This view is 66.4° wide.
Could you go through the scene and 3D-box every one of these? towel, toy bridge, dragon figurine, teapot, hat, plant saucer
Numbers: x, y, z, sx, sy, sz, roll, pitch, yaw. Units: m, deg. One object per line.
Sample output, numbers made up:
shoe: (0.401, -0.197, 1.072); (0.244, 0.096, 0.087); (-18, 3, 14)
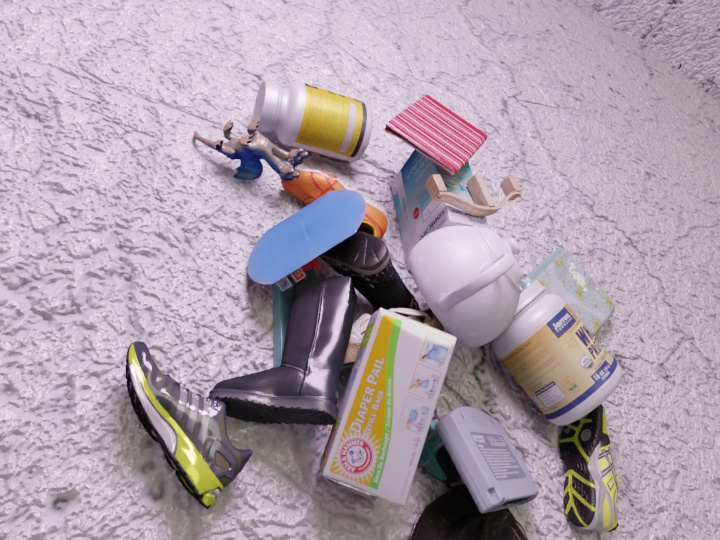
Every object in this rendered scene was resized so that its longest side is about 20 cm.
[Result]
towel: (0.135, -0.237, 0.949); (0.144, 0.023, 0.200); (35, 39, 7)
towel: (0.406, 0.055, 1.083); (0.199, 0.048, 0.172); (-28, 74, -40)
toy bridge: (0.198, -0.123, 0.903); (0.197, 0.027, 0.068); (-5, 63, -34)
dragon figurine: (-0.183, -0.186, 0.887); (0.197, 0.100, 0.060); (2, 58, 26)
teapot: (0.173, 0.005, 0.818); (0.197, 0.145, 0.202); (38, 23, -39)
hat: (0.162, 0.364, 0.693); (0.198, 0.081, 0.203); (15, 52, -21)
plant saucer: (-0.093, 0.062, 0.804); (0.069, 0.019, 0.203); (11, 52, -24)

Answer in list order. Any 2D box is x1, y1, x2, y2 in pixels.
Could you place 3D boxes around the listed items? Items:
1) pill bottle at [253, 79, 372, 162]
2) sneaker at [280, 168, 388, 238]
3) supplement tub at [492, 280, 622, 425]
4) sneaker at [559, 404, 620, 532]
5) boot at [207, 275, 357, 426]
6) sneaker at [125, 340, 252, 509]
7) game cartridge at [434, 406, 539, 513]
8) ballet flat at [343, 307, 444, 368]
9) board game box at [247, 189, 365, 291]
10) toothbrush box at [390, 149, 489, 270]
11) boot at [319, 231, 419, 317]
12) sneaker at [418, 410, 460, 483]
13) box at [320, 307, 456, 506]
pill bottle: (-0.086, -0.269, 0.982); (0.197, 0.112, 0.113); (9, 53, -25)
sneaker: (-0.044, -0.106, 0.919); (0.198, 0.073, 0.078); (26, 60, -7)
supplement tub: (0.309, 0.132, 0.904); (0.144, 0.145, 0.201); (-29, 75, -41)
sneaker: (0.366, 0.307, 0.869); (0.076, 0.075, 0.202); (29, 58, -18)
boot: (-0.094, 0.094, 0.721); (0.162, 0.066, 0.202); (6, 53, 3)
sneaker: (-0.201, 0.164, 0.629); (0.080, 0.074, 0.201); (-31, 84, -34)
game cartridge: (0.171, 0.251, 0.744); (0.199, 0.040, 0.135); (29, 31, -53)
ballet flat: (0.029, 0.089, 0.783); (0.197, 0.070, 0.067); (-9, 105, -23)
board game box: (-0.072, -0.041, 0.805); (0.039, 0.198, 0.159); (57, 3, -32)
toothbrush box: (0.134, -0.116, 0.978); (0.084, 0.147, 0.203); (7, 56, -25)
boot: (-0.001, 0.001, 0.859); (0.074, 0.203, 0.154); (-45, 128, -14)
sneaker: (0.089, 0.196, 0.779); (0.087, 0.075, 0.201); (-25, 72, -45)
box: (0.031, 0.163, 0.677); (0.100, 0.113, 0.203); (20, 80, -2)
